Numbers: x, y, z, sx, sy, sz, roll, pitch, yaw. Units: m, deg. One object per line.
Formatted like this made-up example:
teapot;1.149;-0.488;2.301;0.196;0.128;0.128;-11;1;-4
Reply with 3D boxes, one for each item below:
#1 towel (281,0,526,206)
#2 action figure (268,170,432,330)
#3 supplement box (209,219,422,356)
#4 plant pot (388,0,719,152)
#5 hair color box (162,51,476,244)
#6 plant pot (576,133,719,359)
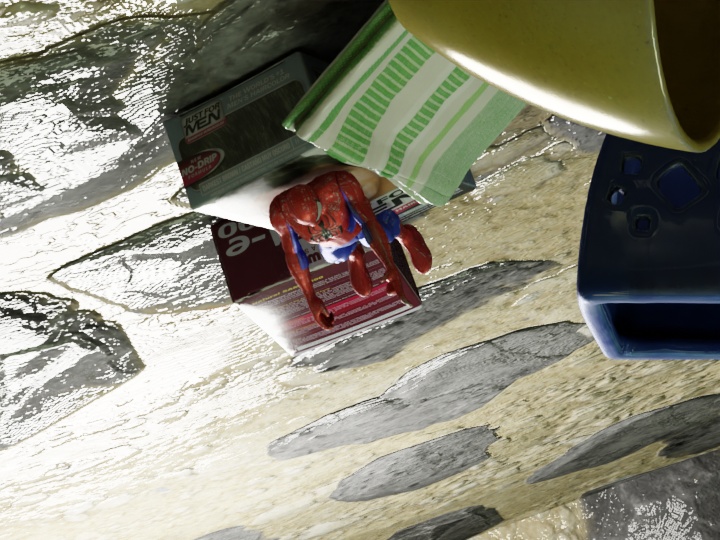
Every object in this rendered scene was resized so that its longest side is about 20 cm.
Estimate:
towel;0.049;-0.111;1.324;0.153;0.023;0.200;-50;155;10
action figure;0.000;0.000;1.400;0.065;0.099;0.200;-23;162;11
supplement box;-0.027;-0.001;1.647;0.109;0.061;0.200;-21;166;4
plant pot;0.090;-0.155;1.069;0.141;0.201;0.200;3;173;23
hair color box;-0.020;-0.069;1.424;0.099;0.061;0.200;-26;163;23
plant pot;0.247;-0.047;1.534;0.199;0.181;0.200;0;167;11
